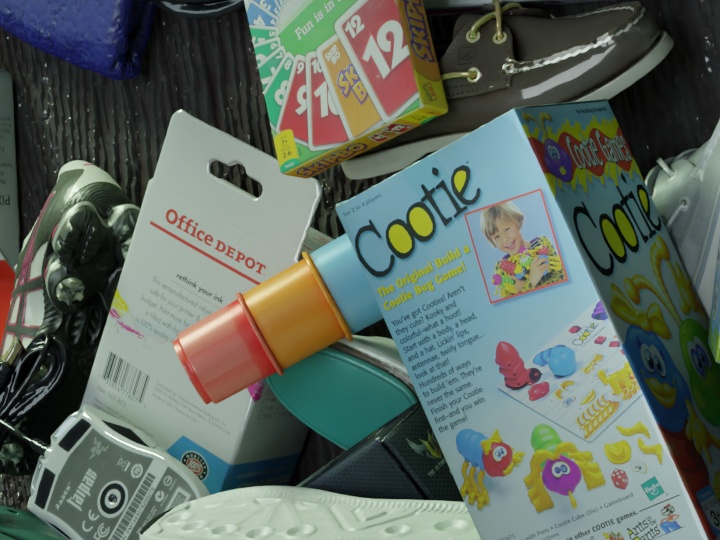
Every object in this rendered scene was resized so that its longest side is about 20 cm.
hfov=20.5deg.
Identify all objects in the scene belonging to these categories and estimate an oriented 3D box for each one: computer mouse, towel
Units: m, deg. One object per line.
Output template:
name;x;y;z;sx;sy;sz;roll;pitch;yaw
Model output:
computer mouse;-0.144;0.116;1.074;0.200;0.044;0.110;30;88;36
towel;-0.190;-0.212;1.188;0.200;0.049;0.148;27;114;31

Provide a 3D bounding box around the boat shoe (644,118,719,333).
boat shoe;0.160;-0.019;0.935;0.068;0.072;0.201;23;115;27

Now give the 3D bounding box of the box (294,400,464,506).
box;0.007;0.179;1.016;0.200;0.051;0.158;-37;89;37

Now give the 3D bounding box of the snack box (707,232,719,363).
snack box;0.241;-0.053;0.835;0.168;0.068;0.201;5;97;7

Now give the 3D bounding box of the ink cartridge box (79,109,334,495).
ink cartridge box;-0.073;0.024;1.096;0.115;0.068;0.201;29;108;31

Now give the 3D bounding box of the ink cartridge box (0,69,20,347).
ink cartridge box;-0.287;-0.022;1.258;0.159;0.047;0.201;-3;88;35

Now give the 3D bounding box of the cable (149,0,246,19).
cable;-0.099;-0.222;1.084;0.199;0.051;0.164;8;76;1

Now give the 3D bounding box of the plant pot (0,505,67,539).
plant pot;-0.202;0.225;1.126;0.200;0.200;0.162;18;90;33

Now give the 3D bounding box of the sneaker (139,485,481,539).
sneaker;-0.008;0.185;0.945;0.199;0.081;0.147;-1;106;26

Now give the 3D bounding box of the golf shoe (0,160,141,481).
golf shoe;-0.176;0.032;1.180;0.201;0.077;0.088;-65;32;23

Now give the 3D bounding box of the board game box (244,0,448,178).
board game box;-0.019;-0.157;1.003;0.095;0.030;0.201;-23;70;36

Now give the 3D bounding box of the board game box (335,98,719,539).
board game box;0.091;0.037;0.885;0.105;0.103;0.201;-27;83;30

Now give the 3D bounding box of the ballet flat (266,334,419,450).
ballet flat;0.046;0.073;1.015;0.199;0.069;0.070;20;103;25

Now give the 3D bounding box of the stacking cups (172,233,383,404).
stacking cups;0.000;0.000;0.993;0.199;0.061;0.061;-27;75;0

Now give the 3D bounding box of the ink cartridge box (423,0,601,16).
ink cartridge box;0.075;-0.181;1.005;0.199;0.037;0.095;0;91;38

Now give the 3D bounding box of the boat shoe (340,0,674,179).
boat shoe;0.060;-0.100;0.991;0.199;0.072;0.060;-14;110;39
